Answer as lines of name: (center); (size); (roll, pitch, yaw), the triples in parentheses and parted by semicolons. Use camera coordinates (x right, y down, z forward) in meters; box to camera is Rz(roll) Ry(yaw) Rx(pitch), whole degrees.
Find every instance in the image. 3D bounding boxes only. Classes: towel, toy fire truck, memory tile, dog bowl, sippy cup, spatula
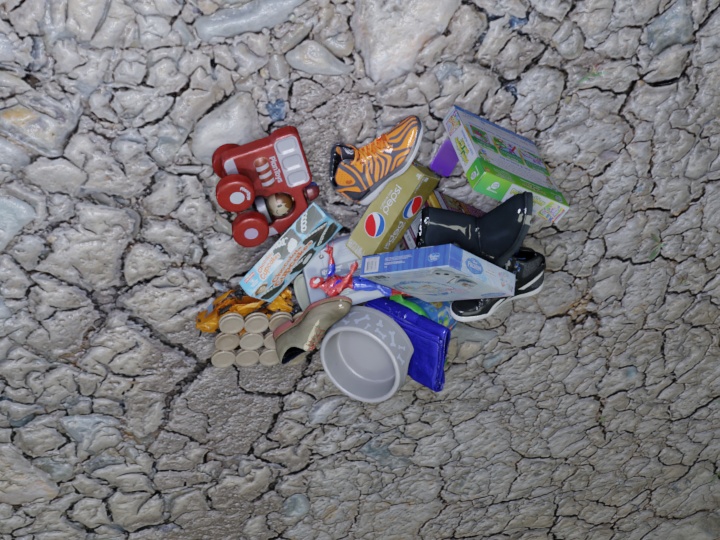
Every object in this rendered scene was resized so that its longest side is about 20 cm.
towel: (0.084, 0.144, 1.745); (0.049, 0.198, 0.150); (-26, 131, -43)
toy fire truck: (-0.159, -0.143, 1.525); (0.165, 0.113, 0.202); (-17, 134, 1)
memory tile: (-0.193, 0.137, 1.756); (0.196, 0.017, 0.155); (1, 134, -20)
dog bowl: (0.008, 0.172, 1.729); (0.197, 0.059, 0.203); (15, 125, 22)
sippy cup: (0.129, 0.105, 1.814); (0.130, 0.139, 0.180); (-28, 137, -42)
spatula: (0.118, -0.161, 1.660); (0.056, 0.021, 0.200); (21, 123, -37)

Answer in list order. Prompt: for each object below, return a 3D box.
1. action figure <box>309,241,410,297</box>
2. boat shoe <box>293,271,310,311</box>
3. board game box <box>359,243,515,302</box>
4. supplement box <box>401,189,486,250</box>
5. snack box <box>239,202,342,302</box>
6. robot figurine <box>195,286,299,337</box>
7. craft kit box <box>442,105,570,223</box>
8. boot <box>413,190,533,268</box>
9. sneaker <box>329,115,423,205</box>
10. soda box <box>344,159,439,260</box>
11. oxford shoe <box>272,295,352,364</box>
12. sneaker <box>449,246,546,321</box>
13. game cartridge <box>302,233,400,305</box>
action figure: (0.000, 0.000, 1.669); (0.196, 0.065, 0.101); (-3, 113, -14)
boat shoe: (-0.067, 0.074, 1.785); (0.071, 0.068, 0.201); (-32, 116, 18)
board game box: (0.136, 0.009, 1.544); (0.198, 0.044, 0.198); (-6, 160, 42)
supplement box: (0.180, -0.057, 1.685); (0.198, 0.132, 0.103); (19, 125, -37)
snack box: (-0.126, -0.030, 1.613); (0.200, 0.037, 0.116); (-46, 164, 5)
robot figurine: (-0.220, 0.079, 1.744); (0.198, 0.059, 0.145); (-29, 133, 11)
craft kit box: (0.256, -0.188, 1.557); (0.197, 0.199, 0.049); (18, 124, -29)
boot: (0.186, -0.075, 1.485); (0.165, 0.078, 0.201); (11, 150, -7)
sneaker: (0.019, -0.204, 1.552); (0.111, 0.078, 0.200); (23, 121, -33)
soda box: (0.058, -0.106, 1.621); (0.067, 0.064, 0.201); (4, 124, -58)
oxford shoe: (-0.086, 0.116, 1.683); (0.070, 0.076, 0.199); (22, 135, -40)
sneaker: (0.254, 0.013, 1.646); (0.197, 0.073, 0.113); (-22, 138, -14)
game cartridge: (-0.014, -0.002, 1.716); (0.196, 0.041, 0.136); (-15, 112, -9)
